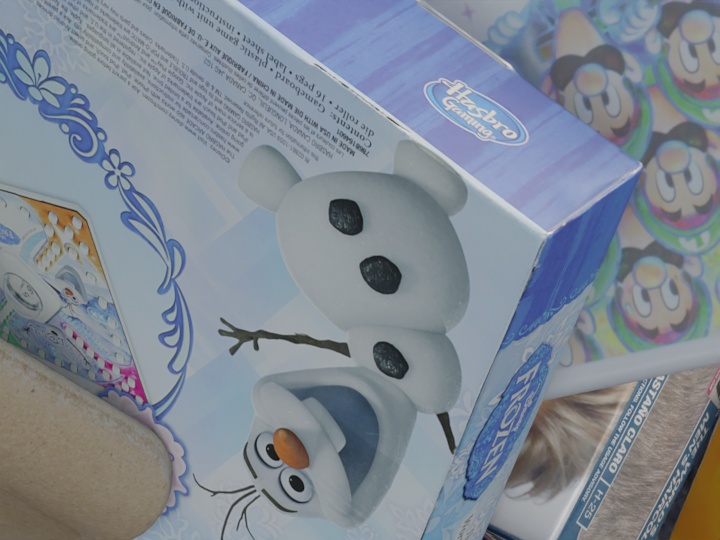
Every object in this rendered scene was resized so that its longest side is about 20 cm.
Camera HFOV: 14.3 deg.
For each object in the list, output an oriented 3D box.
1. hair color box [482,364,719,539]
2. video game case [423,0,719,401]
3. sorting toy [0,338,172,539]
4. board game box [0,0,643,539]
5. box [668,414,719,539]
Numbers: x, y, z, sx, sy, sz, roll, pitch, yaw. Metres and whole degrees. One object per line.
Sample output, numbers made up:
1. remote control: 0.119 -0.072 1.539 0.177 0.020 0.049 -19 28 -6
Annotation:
1. hair color box: 0.000 0.000 0.760 0.200 0.061 0.100 23 81 29
2. video game case: 0.082 -0.072 0.640 0.200 0.024 0.182 -13 96 25
3. sorting toy: -0.171 0.027 0.703 0.185 0.200 0.037 34 55 -33
4. board game box: -0.049 -0.003 0.688 0.200 0.043 0.199 38 135 19
5. box: 0.137 0.051 0.761 0.119 0.200 0.041 -26 56 -32
